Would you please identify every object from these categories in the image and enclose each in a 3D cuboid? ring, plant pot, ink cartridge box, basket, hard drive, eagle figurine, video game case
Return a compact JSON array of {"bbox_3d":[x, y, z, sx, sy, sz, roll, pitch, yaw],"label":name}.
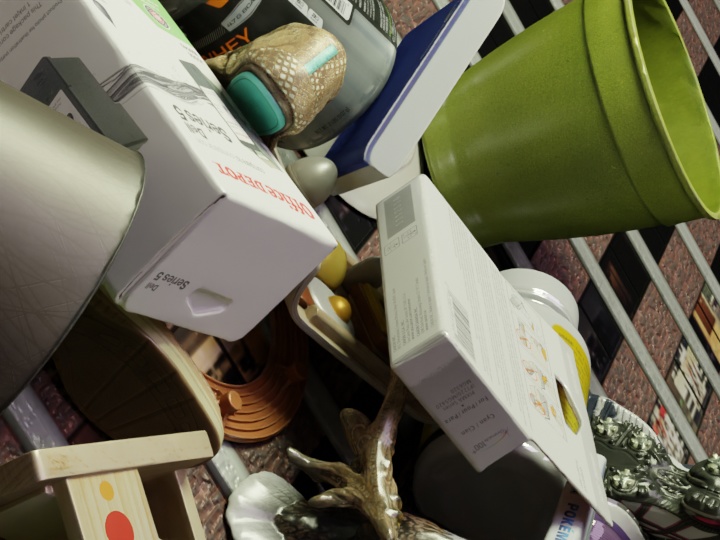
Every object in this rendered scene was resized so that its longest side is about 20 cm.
[{"bbox_3d":[-0.090,0.007,1.157,0.200,0.019,0.202,39,38,-39],"label":"ring"},{"bbox_3d":[0.155,-0.106,1.454,0.201,0.191,0.202,52,28,-42],"label":"plant pot"},{"bbox_3d":[0.080,0.055,1.181,0.176,0.045,0.201,49,18,-25],"label":"ink cartridge box"},{"bbox_3d":[-0.225,-0.040,0.842,0.200,0.181,0.136,40,-4,-27],"label":"basket"},{"bbox_3d":[0.027,-0.114,1.234,0.025,0.133,0.200,34,-7,-8],"label":"hard drive"},{"bbox_3d":[0.023,0.178,1.138,0.151,0.150,0.201,-41,145,-21],"label":"eagle figurine"},{"bbox_3d":[-0.119,-0.071,1.013,0.201,0.084,0.145,53,12,22],"label":"ink cartridge box"},{"bbox_3d":[0.111,0.240,1.173,0.182,0.022,0.202,-53,154,-63],"label":"video game case"}]

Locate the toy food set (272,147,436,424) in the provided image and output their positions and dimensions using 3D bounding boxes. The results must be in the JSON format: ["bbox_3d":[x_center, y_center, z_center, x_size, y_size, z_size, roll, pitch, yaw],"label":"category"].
[{"bbox_3d":[0.000,0.000,1.213,0.200,0.060,0.144,41,18,-44],"label":"toy food set"}]

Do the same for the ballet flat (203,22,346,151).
[{"bbox_3d":[-0.055,-0.107,1.121,0.065,0.200,0.071,-37,104,-16],"label":"ballet flat"}]

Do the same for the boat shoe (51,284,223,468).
[{"bbox_3d":[-0.137,0.020,1.015,0.201,0.071,0.065,53,32,-19],"label":"boat shoe"}]

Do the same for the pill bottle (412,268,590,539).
[{"bbox_3d":[0.104,0.091,1.319,0.112,0.111,0.201,50,33,-25],"label":"pill bottle"}]

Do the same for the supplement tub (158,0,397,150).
[{"bbox_3d":[-0.078,-0.177,1.210,0.200,0.122,0.124,38,39,-39],"label":"supplement tub"}]

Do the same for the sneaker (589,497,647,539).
[{"bbox_3d":[0.187,0.243,1.410,0.200,0.075,0.088,43,60,-42],"label":"sneaker"}]

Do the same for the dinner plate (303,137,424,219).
[{"bbox_3d":[-0.005,-0.133,1.403,0.200,0.024,0.202,38,39,-38],"label":"dinner plate"}]

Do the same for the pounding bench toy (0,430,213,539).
[{"bbox_3d":[-0.148,0.171,0.826,0.199,0.123,0.158,1,68,-59],"label":"pounding bench toy"}]

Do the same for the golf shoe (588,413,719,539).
[{"bbox_3d":[0.216,0.172,1.410,0.077,0.198,0.089,-51,148,-42],"label":"golf shoe"}]

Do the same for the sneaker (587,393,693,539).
[{"bbox_3d":[0.230,0.175,1.514,0.198,0.080,0.130,35,-2,3],"label":"sneaker"}]
